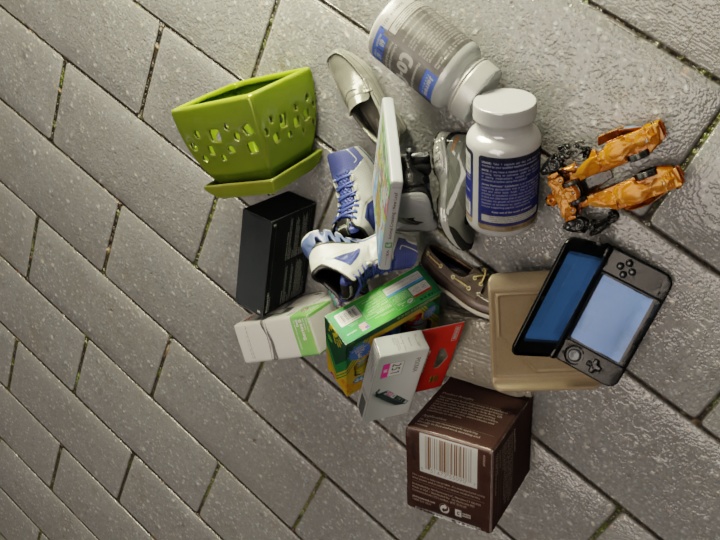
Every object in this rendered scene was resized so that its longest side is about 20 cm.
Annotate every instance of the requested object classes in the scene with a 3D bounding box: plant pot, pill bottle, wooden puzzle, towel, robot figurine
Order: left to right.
[{"bbox_3d":[-0.191,-0.243,1.408,0.196,0.200,0.185,-1,114,33],"label":"plant pot"},{"bbox_3d":[0.117,-0.330,1.212,0.199,0.113,0.115,41,126,14],"label":"pill bottle"},{"bbox_3d":[0.223,0.142,1.381,0.197,0.034,0.135,15,115,30],"label":"towel"},{"bbox_3d":[0.217,-0.164,1.180,0.114,0.116,0.203,16,130,27],"label":"pill bottle"},{"bbox_3d":[0.304,0.098,1.276,0.181,0.037,0.204,-3,105,8],"label":"wooden puzzle"},{"bbox_3d":[0.368,-0.138,1.155,0.198,0.058,0.147,-20,96,37],"label":"robot figurine"}]

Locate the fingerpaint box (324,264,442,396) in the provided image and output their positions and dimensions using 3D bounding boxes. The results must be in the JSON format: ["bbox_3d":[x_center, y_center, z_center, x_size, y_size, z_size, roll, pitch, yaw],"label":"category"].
[{"bbox_3d":[0.040,0.107,1.348,0.074,0.197,0.168,50,156,31],"label":"fingerpaint box"}]

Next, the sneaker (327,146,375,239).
[{"bbox_3d":[-0.010,-0.114,1.372,0.079,0.115,0.203,-16,101,34],"label":"sneaker"}]

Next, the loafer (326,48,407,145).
[{"bbox_3d":[0.004,-0.294,1.329,0.201,0.069,0.070,52,129,6],"label":"loafer"}]

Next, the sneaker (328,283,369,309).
[{"bbox_3d":[-0.017,0.009,1.427,0.088,0.073,0.202,-52,49,28],"label":"sneaker"}]

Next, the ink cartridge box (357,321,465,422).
[{"bbox_3d":[0.090,0.179,1.346,0.202,0.170,0.044,101,154,-47],"label":"ink cartridge box"}]

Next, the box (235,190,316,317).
[{"bbox_3d":[-0.166,-0.034,1.504,0.078,0.141,0.204,22,119,23],"label":"box"}]

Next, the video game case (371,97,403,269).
[{"bbox_3d":[0.040,-0.138,1.227,0.022,0.203,0.184,1,138,-5],"label":"video game case"}]

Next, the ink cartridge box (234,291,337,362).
[{"bbox_3d":[-0.128,0.109,1.533,0.197,0.145,0.086,-10,103,35],"label":"ink cartridge box"}]

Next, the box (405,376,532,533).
[{"bbox_3d":[0.194,0.316,1.364,0.163,0.199,0.168,10,114,30],"label":"box"}]

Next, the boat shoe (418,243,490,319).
[{"bbox_3d":[0.187,0.020,1.334,0.198,0.071,0.060,30,126,27],"label":"boat shoe"}]

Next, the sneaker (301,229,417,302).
[{"bbox_3d":[-0.001,0.000,1.301,0.195,0.117,0.081,1,139,-9],"label":"sneaker"}]

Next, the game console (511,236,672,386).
[{"bbox_3d":[0.352,0.069,1.177,0.174,0.116,0.203,28,109,13],"label":"game console"}]

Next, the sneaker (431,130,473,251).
[{"bbox_3d":[0.169,-0.130,1.285,0.078,0.074,0.204,0,109,28],"label":"sneaker"}]

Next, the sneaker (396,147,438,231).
[{"bbox_3d":[0.091,-0.134,1.298,0.074,0.200,0.117,-2,79,6],"label":"sneaker"}]
